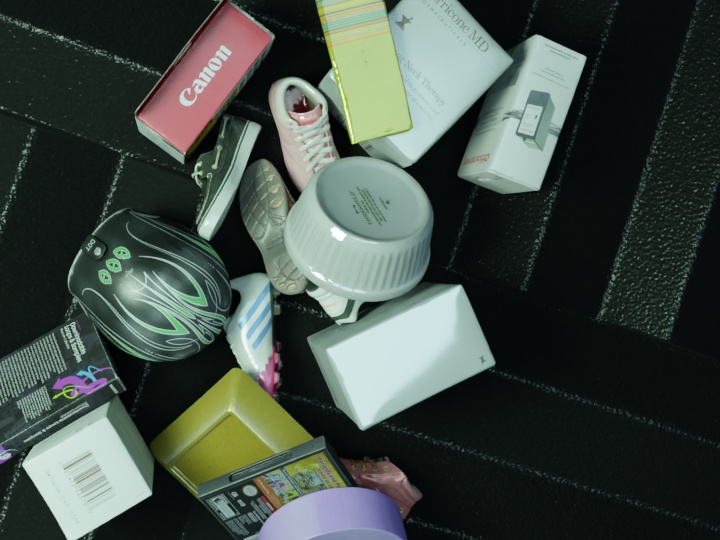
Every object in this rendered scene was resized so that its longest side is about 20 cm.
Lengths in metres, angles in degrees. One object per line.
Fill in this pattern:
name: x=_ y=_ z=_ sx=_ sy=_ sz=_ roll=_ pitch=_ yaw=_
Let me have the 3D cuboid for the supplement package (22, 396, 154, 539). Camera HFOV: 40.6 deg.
supplement package: x=-0.347 y=0.248 z=1.265 sx=0.117 sy=0.200 sz=0.117 roll=-30 pitch=97 yaw=-8

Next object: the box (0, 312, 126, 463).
box: x=-0.423 y=0.154 z=1.288 sx=0.200 sy=0.143 sz=0.036 roll=-31 pitch=138 yaw=-7

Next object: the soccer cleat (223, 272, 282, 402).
soccer cleat: x=-0.154 y=0.104 z=1.371 sx=0.086 sy=0.070 sz=0.201 roll=0 pitch=86 yaw=0

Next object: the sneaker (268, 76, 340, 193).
sneaker: x=-0.071 y=-0.178 z=1.357 sx=0.075 sy=0.105 sz=0.201 roll=-24 pitch=97 yaw=-11

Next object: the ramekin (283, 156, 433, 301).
ramekin: x=0.006 y=-0.064 z=1.289 sx=0.202 sy=0.094 sz=0.203 roll=9 pitch=48 yaw=-10

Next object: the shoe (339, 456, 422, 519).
shoe: x=-0.003 y=0.292 z=1.400 sx=0.200 sy=0.071 sz=0.091 roll=44 pitch=82 yaw=-14

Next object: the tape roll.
tape roll: x=-0.036 y=0.377 z=1.313 sx=0.199 sy=0.066 sz=0.201 roll=-7 pitch=135 yaw=-8

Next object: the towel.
towel: x=0.005 y=-0.269 z=1.247 sx=0.086 sy=0.018 sz=0.201 roll=-14 pitch=93 yaw=-3

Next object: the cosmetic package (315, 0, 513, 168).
cosmetic package: x=0.067 y=-0.266 z=1.348 sx=0.167 sy=0.166 sz=0.200 roll=45 pitch=83 yaw=-7

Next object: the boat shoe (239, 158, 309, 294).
boat shoe: x=-0.113 y=-0.059 z=1.370 sx=0.075 sy=0.072 sz=0.201 roll=-20 pitch=80 yaw=21

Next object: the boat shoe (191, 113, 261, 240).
boat shoe: x=-0.195 y=-0.130 z=1.327 sx=0.063 sy=0.071 sz=0.201 roll=21 pitch=55 yaw=-8

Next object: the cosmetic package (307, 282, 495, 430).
cosmetic package: x=0.049 y=0.109 z=1.336 sx=0.199 sy=0.200 sz=0.123 roll=-25 pitch=96 yaw=-10

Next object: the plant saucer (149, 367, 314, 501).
plant saucer: x=-0.168 y=0.265 z=1.332 sx=0.200 sy=0.048 sz=0.200 roll=45 pitch=113 yaw=-8

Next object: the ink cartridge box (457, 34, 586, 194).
ink cartridge box: x=0.227 y=-0.216 z=1.389 sx=0.084 sy=0.145 sz=0.201 roll=21 pitch=88 yaw=-12

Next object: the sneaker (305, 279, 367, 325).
sneaker: x=0.000 y=0.000 z=1.364 sx=0.080 sy=0.074 sz=0.200 roll=57 pitch=48 yaw=-17

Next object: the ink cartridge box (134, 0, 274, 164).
ink cartridge box: x=-0.207 y=-0.250 z=1.293 sx=0.084 sy=0.176 sz=0.200 roll=37 pitch=85 yaw=-9

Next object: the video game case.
video game case: x=-0.093 y=0.314 z=1.304 sx=0.180 sy=0.026 sz=0.200 roll=-22 pitch=133 yaw=6

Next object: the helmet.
helmet: x=-0.268 y=0.027 z=1.291 sx=0.190 sy=0.200 sz=0.200 roll=35 pitch=85 yaw=8
